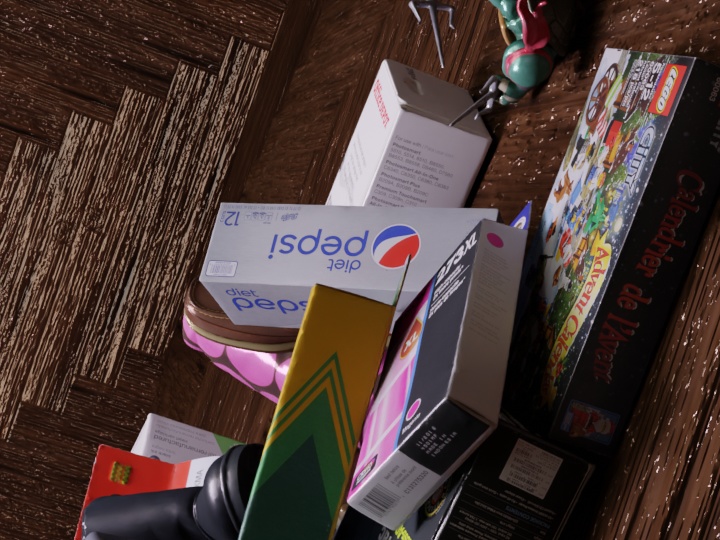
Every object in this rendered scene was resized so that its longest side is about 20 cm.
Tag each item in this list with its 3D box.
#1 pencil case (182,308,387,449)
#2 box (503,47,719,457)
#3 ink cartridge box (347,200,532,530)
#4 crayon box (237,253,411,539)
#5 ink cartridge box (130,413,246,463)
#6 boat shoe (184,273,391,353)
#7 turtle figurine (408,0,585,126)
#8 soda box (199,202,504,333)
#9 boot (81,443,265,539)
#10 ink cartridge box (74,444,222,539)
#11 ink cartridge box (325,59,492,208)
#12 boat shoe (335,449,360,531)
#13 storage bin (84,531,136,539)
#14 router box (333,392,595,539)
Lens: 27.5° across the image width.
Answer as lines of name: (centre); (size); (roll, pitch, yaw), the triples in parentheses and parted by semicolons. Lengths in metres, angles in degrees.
pencil case: (-0.042, 0.058, 1.127); (0.094, 0.200, 0.091); (-42, -32, -29)
box: (0.132, -0.017, 0.784); (0.137, 0.038, 0.200); (-132, 61, -77)
ink cartridge box: (0.047, 0.040, 0.797); (0.095, 0.037, 0.200); (-51, 11, 35)
crayon box: (-0.025, 0.093, 0.858); (0.126, 0.051, 0.200); (103, -176, -72)
ink cartridge box: (-0.172, 0.260, 1.478); (0.200, 0.145, 0.084); (-85, 20, -49)
boat shoe: (-0.030, 0.014, 1.062); (0.068, 0.199, 0.072); (86, -173, -51)
turtle figurine: (0.106, -0.180, 1.030); (0.150, 0.100, 0.200); (63, -151, -44)
soda box: (0.000, 0.000, 0.976); (0.068, 0.199, 0.064); (59, -142, -56)
boot: (-0.132, 0.187, 1.090); (0.200, 0.168, 0.077); (54, -153, -69)
ink cartridge box: (-0.132, 0.220, 1.222); (0.050, 0.200, 0.162); (118, 166, -45)
ink cartridge box: (0.026, -0.054, 1.213); (0.146, 0.084, 0.200); (-101, 32, -67)
boat shoe: (-0.016, 0.165, 1.099); (0.200, 0.072, 0.065); (-118, 49, -70)
storage bin: (-0.140, 0.266, 0.964); (0.146, 0.134, 0.200); (168, 122, -77)
router box: (0.045, 0.139, 0.818); (0.150, 0.062, 0.200); (-65, 10, 2)
